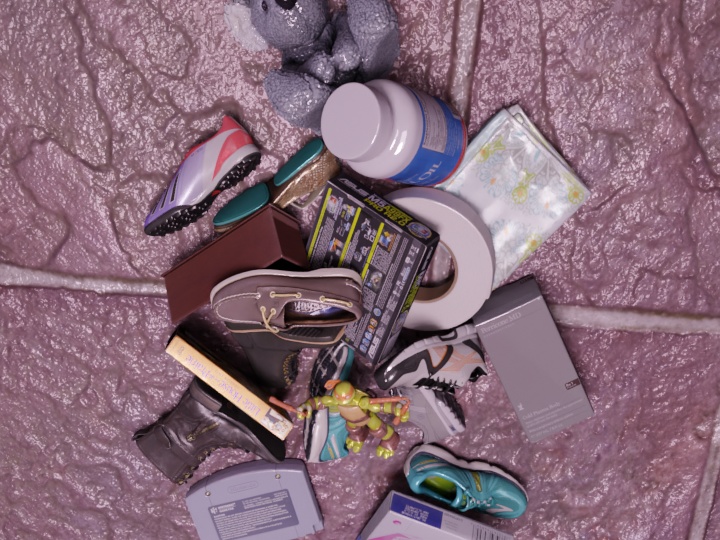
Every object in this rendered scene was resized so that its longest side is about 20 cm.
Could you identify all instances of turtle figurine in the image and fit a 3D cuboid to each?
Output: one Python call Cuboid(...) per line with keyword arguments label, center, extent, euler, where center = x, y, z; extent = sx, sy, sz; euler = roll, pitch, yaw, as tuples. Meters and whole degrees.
Cuboid(label="turtle figurine", center=(-0.013, 0.192, 1.032), extent=(0.195, 0.066, 0.163), euler=(-5, 141, 18))

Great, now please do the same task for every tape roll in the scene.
Cuboid(label="tape roll", center=(0.083, -0.012, 1.021), extent=(0.198, 0.037, 0.207), euler=(9, 121, 15))

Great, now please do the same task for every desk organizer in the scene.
Cuboid(label="desk organizer", center=(-0.167, 0.002, 1.015), extent=(0.197, 0.071, 0.078), euler=(-30, 61, 21))

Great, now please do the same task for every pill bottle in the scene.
Cuboid(label="pill bottle", center=(0.040, -0.164, 0.909), extent=(0.110, 0.198, 0.116), euler=(1, 91, 34))

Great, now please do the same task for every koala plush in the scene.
Cuboid(label="koala plush", center=(-0.066, -0.288, 0.924), extent=(0.177, 0.184, 0.201), euler=(-43, 81, 5))

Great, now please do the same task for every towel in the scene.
Cuboid(label="towel", center=(0.186, -0.095, 1.018), extent=(0.171, 0.048, 0.200), euler=(43, 105, -11))

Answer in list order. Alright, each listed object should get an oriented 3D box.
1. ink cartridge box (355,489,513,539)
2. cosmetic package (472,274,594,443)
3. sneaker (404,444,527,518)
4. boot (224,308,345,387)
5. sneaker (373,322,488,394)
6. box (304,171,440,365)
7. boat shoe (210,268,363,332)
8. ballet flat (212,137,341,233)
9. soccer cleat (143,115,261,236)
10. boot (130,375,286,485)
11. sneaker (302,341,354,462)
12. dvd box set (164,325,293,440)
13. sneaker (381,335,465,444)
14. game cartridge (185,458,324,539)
Cuboid(label="ink cartridge box", center=(0.102, 0.420, 1.144), extent=(0.192, 0.044, 0.202), euler=(20, 135, -4))
Cuboid(label="cosmetic package", center=(0.239, 0.122, 1.067), extent=(0.105, 0.091, 0.203), euler=(-26, 109, 12))
Cuboid(label="sneaker", center=(0.156, 0.332, 1.133), extent=(0.195, 0.080, 0.079), euler=(18, 109, -5))
Cuboid(label="boot", center=(-0.089, 0.110, 1.049), extent=(0.197, 0.077, 0.141), euler=(8, 129, 38))
Cuboid(label="sneaker", center=(0.103, 0.130, 1.019), extent=(0.074, 0.197, 0.082), euler=(-38, 71, 48))
Cuboid(label="box", center=(0.000, 0.000, 0.998), extent=(0.159, 0.044, 0.203), euler=(34, 125, 19))
Cuboid(label="boat shoe", center=(-0.093, 0.042, 0.952), extent=(0.194, 0.060, 0.073), euler=(-4, 138, -1))
Cuboid(label="ballet flat", center=(-0.107, -0.096, 1.020), extent=(0.198, 0.071, 0.065), euler=(-32, 126, 16))
Cuboid(label="soccer cleat", center=(-0.222, -0.122, 1.022), extent=(0.198, 0.068, 0.074), euler=(-37, 80, 17))
Cuboid(label="boot", center=(-0.228, 0.263, 1.146), extent=(0.199, 0.069, 0.175), euler=(40, 110, -5))
Cuboid(label="sneaker", center=(-0.035, 0.191, 1.116), extent=(0.078, 0.078, 0.204), euler=(3, 115, -18))
Cuboid(label="dvd box set", center=(-0.184, 0.153, 1.061), extent=(0.199, 0.146, 0.030), euler=(40, 83, -9))
Cuboid(label="sneaker", center=(0.068, 0.174, 1.094), extent=(0.081, 0.075, 0.201), euler=(-35, 102, 15))
Cuboid(label="game cartridge", center=(-0.166, 0.366, 1.187), extent=(0.195, 0.042, 0.136), euler=(-14, 103, 7))
